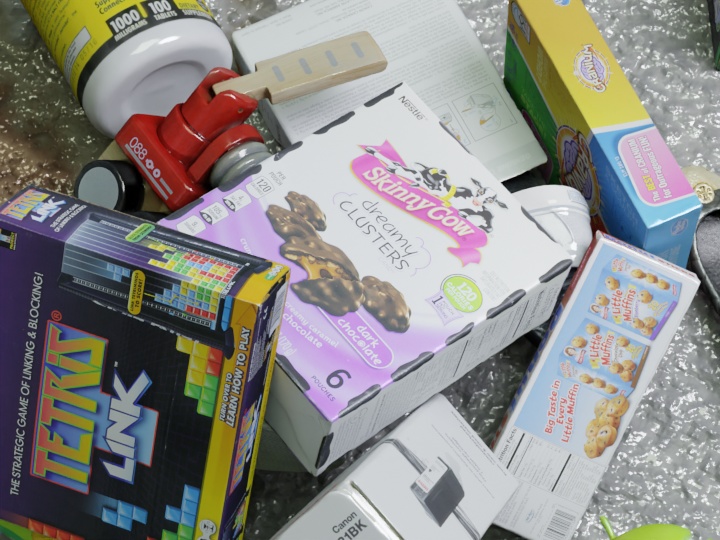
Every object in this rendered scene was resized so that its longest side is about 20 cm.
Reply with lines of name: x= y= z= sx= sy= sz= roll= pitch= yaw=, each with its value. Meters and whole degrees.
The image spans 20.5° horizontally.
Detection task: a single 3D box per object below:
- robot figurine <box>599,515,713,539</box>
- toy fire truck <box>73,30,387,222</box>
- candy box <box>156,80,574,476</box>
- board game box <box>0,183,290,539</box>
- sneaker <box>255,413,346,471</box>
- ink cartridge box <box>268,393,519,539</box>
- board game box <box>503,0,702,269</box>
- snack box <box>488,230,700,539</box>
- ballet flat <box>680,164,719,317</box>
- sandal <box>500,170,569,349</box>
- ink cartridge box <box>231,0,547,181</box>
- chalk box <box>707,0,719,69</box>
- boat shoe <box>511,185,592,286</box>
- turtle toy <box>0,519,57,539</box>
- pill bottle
robot figurine: x=0.215 y=0.232 z=1.215 sx=0.200 sy=0.116 sz=0.176 roll=29 pitch=74 yaw=16
toy fire truck: x=-0.062 y=-0.064 z=1.340 sx=0.200 sy=0.129 sz=0.176 roll=-49 pitch=66 yaw=23
candy box: x=0.000 y=0.000 z=1.218 sx=0.200 sy=0.072 sz=0.168 roll=-32 pitch=68 yaw=-27
board game box: x=-0.138 y=0.069 z=1.144 sx=0.165 sy=0.200 sz=0.057 roll=16 pitch=28 yaw=11
sneaker: x=-0.098 y=0.053 z=1.244 sx=0.200 sy=0.074 sz=0.116 roll=14 pitch=60 yaw=-4
ink cartridge box: x=-0.002 y=0.168 z=1.179 sx=0.144 sy=0.200 sz=0.084 roll=-43 pitch=86 yaw=20
board game box: x=0.159 y=-0.082 z=1.348 sx=0.040 sy=0.153 sz=0.200 roll=-23 pitch=65 yaw=-9
snack box: x=0.140 y=0.079 z=1.274 sx=0.072 sy=0.024 sz=0.200 roll=24 pitch=102 yaw=-5
ballet flat: x=0.265 y=0.008 z=1.353 sx=0.066 sy=0.057 sz=0.200 roll=-20 pitch=65 yaw=-8
sandal: x=0.114 y=-0.019 z=1.387 sx=0.076 sy=0.043 sz=0.200 roll=-18 pitch=55 yaw=-11
ink cartridge box: x=0.020 y=-0.117 z=1.431 sx=0.162 sy=0.050 sz=0.200 roll=-24 pitch=67 yaw=-9
chalk box: x=0.315 y=-0.224 z=1.427 sx=0.124 sy=0.125 sz=0.200 roll=-4 pitch=65 yaw=1
boat shoe: x=0.065 y=0.010 z=1.324 sx=0.200 sy=0.072 sz=0.069 roll=-19 pitch=61 yaw=20
turtle toy: x=-0.165 y=0.142 z=1.280 sx=0.200 sy=0.101 sz=0.146 roll=29 pitch=56 yaw=18
pill bottle: x=-0.184 y=-0.202 z=1.435 sx=0.112 sy=0.112 sz=0.200 roll=-28 pitch=66 yaw=-11
